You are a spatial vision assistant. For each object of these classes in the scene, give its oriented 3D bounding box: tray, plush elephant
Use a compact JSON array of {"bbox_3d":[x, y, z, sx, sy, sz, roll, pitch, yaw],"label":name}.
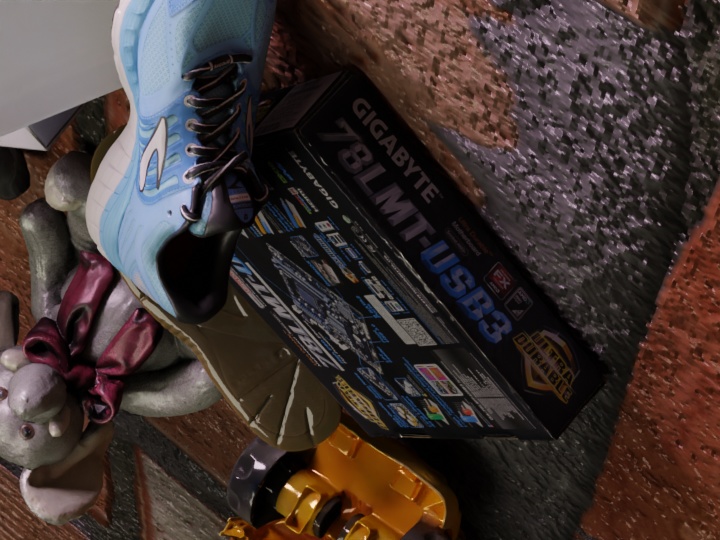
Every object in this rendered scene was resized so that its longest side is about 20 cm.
[{"bbox_3d":[-0.146,-0.114,1.145,0.108,0.199,0.022,69,179,-48],"label":"tray"},{"bbox_3d":[-0.171,0.052,1.516,0.165,0.155,0.200,43,159,-1],"label":"plush elephant"}]

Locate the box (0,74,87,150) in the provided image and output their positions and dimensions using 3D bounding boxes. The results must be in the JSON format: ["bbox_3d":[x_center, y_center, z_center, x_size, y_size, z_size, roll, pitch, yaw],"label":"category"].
[{"bbox_3d":[-0.237,-0.144,1.213,0.155,0.041,0.200,7,143,47],"label":"box"}]

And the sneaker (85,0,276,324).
[{"bbox_3d":[-0.065,-0.060,1.145,0.090,0.078,0.201,53,145,37],"label":"sneaker"}]

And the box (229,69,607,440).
[{"bbox_3d":[0.000,0.000,1.261,0.200,0.050,0.198,49,159,-15],"label":"box"}]

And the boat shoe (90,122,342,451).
[{"bbox_3d":[-0.076,0.005,1.381,0.201,0.072,0.066,55,-168,-11],"label":"boat shoe"}]

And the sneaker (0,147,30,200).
[{"bbox_3d":[-0.283,-0.086,1.549,0.199,0.091,0.076,30,154,27],"label":"sneaker"}]

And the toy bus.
[{"bbox_3d":[0.000,0.182,1.492,0.135,0.201,0.192,33,-165,25],"label":"toy bus"}]

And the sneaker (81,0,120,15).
[{"bbox_3d":[-0.172,-0.156,1.243,0.200,0.074,0.079,30,161,30],"label":"sneaker"}]
